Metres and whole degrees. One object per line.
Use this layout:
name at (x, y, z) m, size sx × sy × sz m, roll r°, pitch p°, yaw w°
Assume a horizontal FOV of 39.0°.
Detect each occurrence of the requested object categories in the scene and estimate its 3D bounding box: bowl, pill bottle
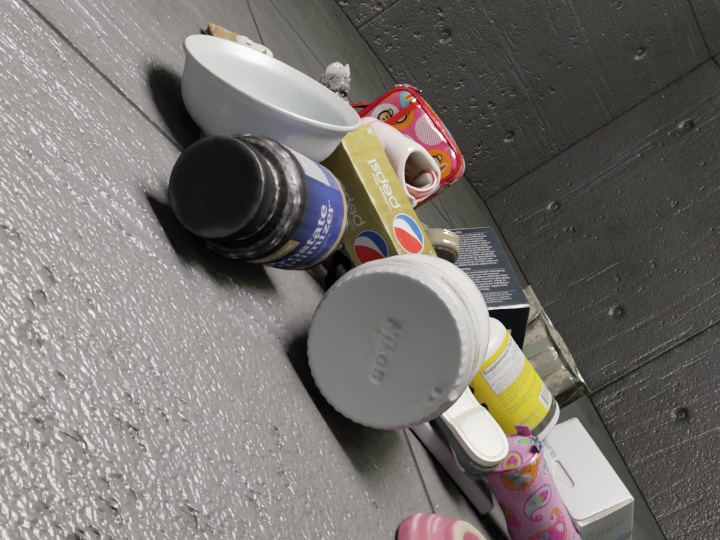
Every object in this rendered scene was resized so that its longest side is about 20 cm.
bowl at (-0.108, -0.160, 1.064) m, size 0.201 × 0.090 × 0.201 m, roll 25°, pitch 20°, yaw -10°
pill bottle at (0.158, 0.133, 1.307) m, size 0.200 × 0.114 × 0.114 m, roll 54°, pitch 13°, yaw -16°
pill bottle at (-0.089, -0.061, 0.915) m, size 0.112 × 0.112 × 0.200 m, roll 60°, pitch 13°, yaw 12°

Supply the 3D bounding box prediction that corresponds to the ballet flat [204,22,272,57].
ballet flat at (-0.133, -0.252, 1.333) m, size 0.200 × 0.065 × 0.071 m, roll 60°, pitch 11°, yaw 10°

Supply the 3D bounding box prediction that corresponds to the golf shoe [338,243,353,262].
golf shoe at (-0.034, -0.083, 1.236) m, size 0.200 × 0.078 × 0.097 m, roll 42°, pitch 3°, yaw -17°

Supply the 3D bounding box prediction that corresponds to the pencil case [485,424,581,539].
pencil case at (0.211, 0.288, 1.227) m, size 0.087 × 0.087 × 0.200 m, roll -87°, pitch 154°, yaw -70°

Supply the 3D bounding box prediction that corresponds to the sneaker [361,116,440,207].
sneaker at (0.045, -0.087, 1.254) m, size 0.105 × 0.075 × 0.200 m, roll 28°, pitch -37°, yaw 34°

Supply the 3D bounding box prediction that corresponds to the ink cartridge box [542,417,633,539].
ink cartridge box at (0.292, 0.318, 1.361) m, size 0.200 × 0.083 × 0.146 m, roll 77°, pitch -13°, yaw -46°

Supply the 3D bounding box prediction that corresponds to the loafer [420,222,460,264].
loafer at (0.076, -0.038, 1.413) m, size 0.076 × 0.068 × 0.200 m, roll 18°, pitch -13°, yaw -22°

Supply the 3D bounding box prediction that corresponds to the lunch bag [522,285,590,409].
lunch bag at (0.239, 0.137, 1.600) m, size 0.200 × 0.164 × 0.118 m, roll 63°, pitch 12°, yaw 26°

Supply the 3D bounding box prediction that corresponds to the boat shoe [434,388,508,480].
boat shoe at (0.100, 0.157, 1.196) m, size 0.200 × 0.073 × 0.062 m, roll 57°, pitch -33°, yaw 31°

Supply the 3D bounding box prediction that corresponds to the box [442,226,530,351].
box at (0.163, 0.052, 1.502) m, size 0.200 × 0.107 × 0.149 m, roll -106°, pitch -165°, yaw -53°

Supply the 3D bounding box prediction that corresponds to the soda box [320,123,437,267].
soda box at (0.016, -0.059, 1.143) m, size 0.068 × 0.064 × 0.200 m, roll -26°, pitch 88°, yaw -52°

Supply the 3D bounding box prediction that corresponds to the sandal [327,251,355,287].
sandal at (0.000, 0.000, 1.276) m, size 0.075 × 0.045 × 0.200 m, roll 54°, pitch 13°, yaw -11°

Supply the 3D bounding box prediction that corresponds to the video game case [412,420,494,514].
video game case at (0.093, 0.178, 1.260) m, size 0.200 × 0.022 × 0.182 m, roll 52°, pitch 13°, yaw -23°

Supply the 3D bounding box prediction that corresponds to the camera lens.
camera lens at (0.041, 0.066, 1.002) m, size 0.160 × 0.160 × 0.200 m, roll 59°, pitch 12°, yaw 4°

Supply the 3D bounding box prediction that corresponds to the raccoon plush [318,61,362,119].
raccoon plush at (-0.012, -0.156, 1.338) m, size 0.134 × 0.097 × 0.200 m, roll 61°, pitch 41°, yaw -57°

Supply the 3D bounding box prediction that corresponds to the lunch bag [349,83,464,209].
lunch bag at (0.026, -0.156, 1.407) m, size 0.176 × 0.200 × 0.082 m, roll 56°, pitch 10°, yaw 6°

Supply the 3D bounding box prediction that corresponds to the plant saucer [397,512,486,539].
plant saucer at (0.106, 0.306, 0.923) m, size 0.201 × 0.051 × 0.201 m, roll 53°, pitch 13°, yaw -18°
